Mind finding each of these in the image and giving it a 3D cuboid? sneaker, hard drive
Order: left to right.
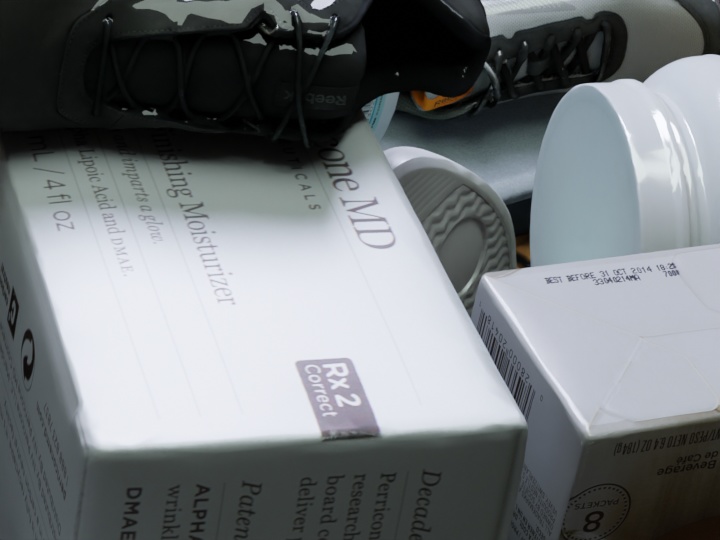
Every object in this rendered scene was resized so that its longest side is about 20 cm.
[{"bbox_3d":[-0.046,-0.075,0.843,0.199,0.076,0.091,-16,47,-29],"label":"sneaker"},{"bbox_3d":[0.000,0.000,1.019,0.118,0.201,0.074,27,76,26],"label":"sneaker"},{"bbox_3d":[0.004,-0.054,1.203,0.199,0.033,0.140,-17,44,-34],"label":"hard drive"},{"bbox_3d":[0.061,-0.097,1.199,0.199,0.074,0.080,0,45,-5],"label":"sneaker"}]

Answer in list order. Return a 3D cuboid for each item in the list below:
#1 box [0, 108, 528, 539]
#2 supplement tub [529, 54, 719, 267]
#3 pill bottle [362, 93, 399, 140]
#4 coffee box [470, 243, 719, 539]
[{"bbox_3d":[-0.053,0.069,0.869,0.130,0.201,0.199,-2,35,-19],"label":"box"},{"bbox_3d":[0.181,-0.013,1.098,0.199,0.146,0.146,-1,37,-17],"label":"supplement tub"},{"bbox_3d":[-0.067,-0.075,1.035,0.110,0.111,0.200,25,14,18],"label":"pill bottle"},{"bbox_3d":[0.082,0.096,0.869,0.114,0.201,0.080,-7,40,-24],"label":"coffee box"}]
